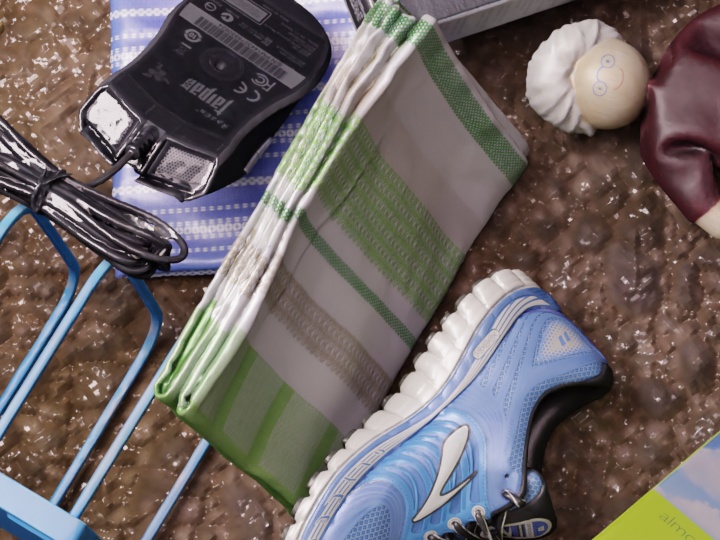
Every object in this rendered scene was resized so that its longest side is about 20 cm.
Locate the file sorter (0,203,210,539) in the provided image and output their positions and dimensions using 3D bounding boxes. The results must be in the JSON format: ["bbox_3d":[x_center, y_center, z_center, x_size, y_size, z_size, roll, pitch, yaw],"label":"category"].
[{"bbox_3d":[-0.164,0.035,1.194,0.200,0.139,0.123,28,78,13],"label":"file sorter"}]

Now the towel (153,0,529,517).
[{"bbox_3d":[0.000,0.000,1.174,0.031,0.149,0.200,21,76,34],"label":"towel"}]

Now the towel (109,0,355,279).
[{"bbox_3d":[-0.047,-0.099,1.270,0.144,0.024,0.201,-4,76,7],"label":"towel"}]

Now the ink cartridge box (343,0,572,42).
[{"bbox_3d":[0.061,-0.215,1.236,0.199,0.047,0.198,-20,81,-14],"label":"ink cartridge box"}]

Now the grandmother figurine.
[{"bbox_3d":[0.172,-0.070,1.219,0.199,0.061,0.122,13,69,7],"label":"grandmother figurine"}]

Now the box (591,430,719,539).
[{"bbox_3d":[0.158,0.139,1.125,0.122,0.048,0.200,40,39,15],"label":"box"}]

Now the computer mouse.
[{"bbox_3d":[-0.107,-0.074,1.203,0.140,0.046,0.200,29,44,5],"label":"computer mouse"}]

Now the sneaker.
[{"bbox_3d":[0.036,0.098,1.183,0.089,0.079,0.200,36,83,16],"label":"sneaker"}]
